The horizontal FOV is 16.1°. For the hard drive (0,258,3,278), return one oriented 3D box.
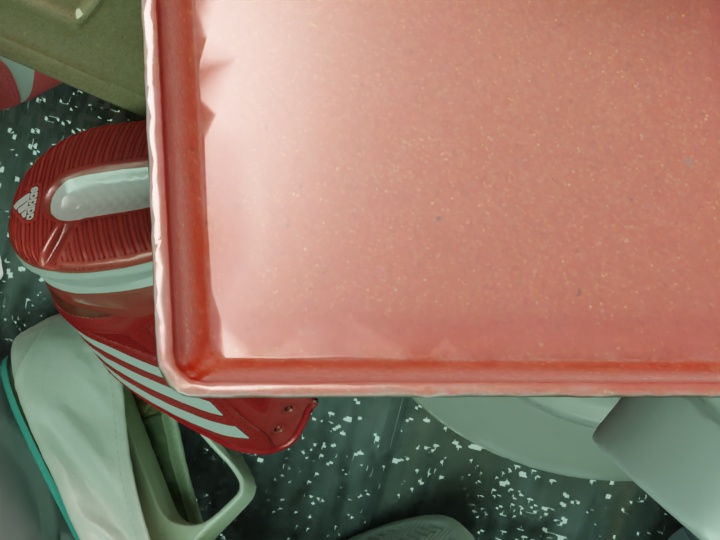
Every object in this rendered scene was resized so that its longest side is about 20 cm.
[{"bbox_3d":[-0.193,-0.058,0.782,0.200,0.026,0.132,9,127,52],"label":"hard drive"}]

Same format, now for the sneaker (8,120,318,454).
[{"bbox_3d":[0.000,0.000,0.803,0.200,0.078,0.116,0,145,17],"label":"sneaker"}]

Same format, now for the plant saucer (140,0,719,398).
[{"bbox_3d":[0.036,-0.055,0.699,0.199,0.200,0.037,1,158,-13],"label":"plant saucer"}]

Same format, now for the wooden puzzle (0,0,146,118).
[{"bbox_3d":[-0.041,-0.131,0.757,0.200,0.046,0.185,25,118,-34],"label":"wooden puzzle"}]

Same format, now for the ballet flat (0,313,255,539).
[{"bbox_3d":[-0.059,0.100,0.850,0.069,0.069,0.200,-28,75,19],"label":"ballet flat"}]

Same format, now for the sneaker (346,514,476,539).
[{"bbox_3d":[-0.002,0.172,0.917,0.200,0.074,0.116,-35,108,31],"label":"sneaker"}]

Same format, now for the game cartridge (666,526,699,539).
[{"bbox_3d":[0.173,0.082,0.803,0.200,0.133,0.040,-36,107,5],"label":"game cartridge"}]

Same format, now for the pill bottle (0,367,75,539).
[{"bbox_3d":[-0.209,0.106,0.885,0.200,0.113,0.114,-14,113,15],"label":"pill bottle"}]

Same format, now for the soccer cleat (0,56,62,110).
[{"bbox_3d":[-0.136,-0.144,0.790,0.073,0.068,0.200,-15,113,-7],"label":"soccer cleat"}]

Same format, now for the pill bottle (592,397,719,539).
[{"bbox_3d":[0.166,0.003,0.752,0.114,0.114,0.200,40,93,-12],"label":"pill bottle"}]

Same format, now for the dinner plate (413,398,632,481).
[{"bbox_3d":[0.094,-0.009,0.824,0.200,0.024,0.201,0,120,0],"label":"dinner plate"}]
